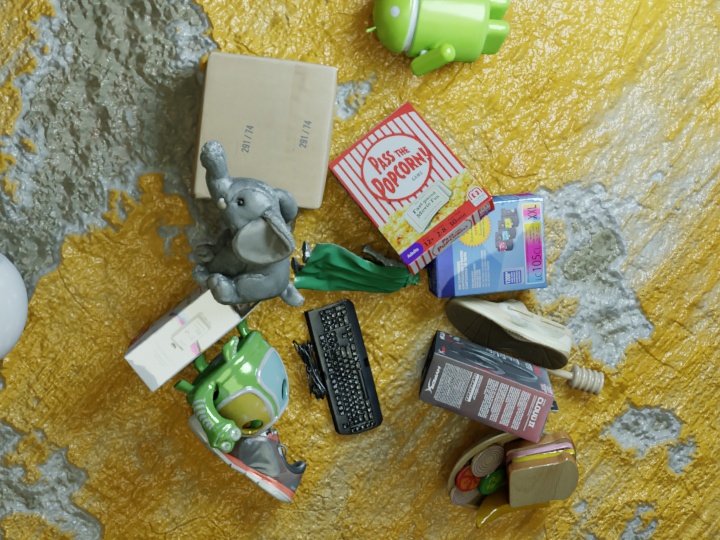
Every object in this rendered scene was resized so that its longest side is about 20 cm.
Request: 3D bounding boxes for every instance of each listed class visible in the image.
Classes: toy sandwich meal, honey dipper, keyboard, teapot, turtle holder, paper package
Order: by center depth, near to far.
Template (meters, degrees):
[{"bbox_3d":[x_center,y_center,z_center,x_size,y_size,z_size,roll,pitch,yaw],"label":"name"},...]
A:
[{"bbox_3d":[-0.551,0.058,1.398,0.195,0.146,0.203,-15,100,-5],"label":"teapot"},{"bbox_3d":[-0.167,0.165,1.445,0.141,0.185,0.132,-42,100,-2],"label":"turtle holder"},{"bbox_3d":[-0.134,-0.192,1.447,0.188,0.103,0.203,5,96,-10],"label":"paper package"},{"bbox_3d":[-0.034,0.152,1.538,0.103,0.040,0.203,-16,98,-6],"label":"keyboard"},{"bbox_3d":[0.228,0.310,1.540,0.202,0.071,0.207,-11,134,-12],"label":"toy sandwich meal"},{"bbox_3d":[0.274,0.147,1.585,0.197,0.038,0.038,17,95,-6],"label":"honey dipper"}]

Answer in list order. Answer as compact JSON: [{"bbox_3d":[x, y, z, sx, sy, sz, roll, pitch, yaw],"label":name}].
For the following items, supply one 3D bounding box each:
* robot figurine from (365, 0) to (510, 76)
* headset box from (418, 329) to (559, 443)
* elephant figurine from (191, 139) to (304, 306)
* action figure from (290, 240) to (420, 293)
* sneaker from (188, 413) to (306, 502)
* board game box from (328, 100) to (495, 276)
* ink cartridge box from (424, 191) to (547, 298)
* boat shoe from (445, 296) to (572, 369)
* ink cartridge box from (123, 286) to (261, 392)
[{"bbox_3d":[0.107,-0.355,1.452,0.197,0.116,0.178,6,74,-7],"label":"robot figurine"},{"bbox_3d":[0.188,0.167,1.494,0.198,0.149,0.078,19,101,3],"label":"headset box"},{"bbox_3d":[-0.140,-0.057,1.359,0.154,0.142,0.201,-12,139,-42],"label":"elephant figurine"},{"bbox_3d":[0.000,0.000,1.501,0.198,0.118,0.055,9,56,-27],"label":"action figure"},{"bbox_3d":[-0.163,0.257,1.525,0.199,0.077,0.082,40,78,-19],"label":"sneaker"},{"bbox_3d":[0.070,-0.118,1.464,0.151,0.046,0.201,-38,68,-1],"label":"board game box"},{"bbox_3d":[0.167,-0.036,1.525,0.197,0.076,0.139,-6,98,-6],"label":"ink cartridge box"},{"bbox_3d":[0.224,0.080,1.555,0.198,0.072,0.065,22,53,1],"label":"boat shoe"},{"bbox_3d":[-0.232,0.073,1.460,0.199,0.116,0.068,-38,101,-3],"label":"ink cartridge box"}]
